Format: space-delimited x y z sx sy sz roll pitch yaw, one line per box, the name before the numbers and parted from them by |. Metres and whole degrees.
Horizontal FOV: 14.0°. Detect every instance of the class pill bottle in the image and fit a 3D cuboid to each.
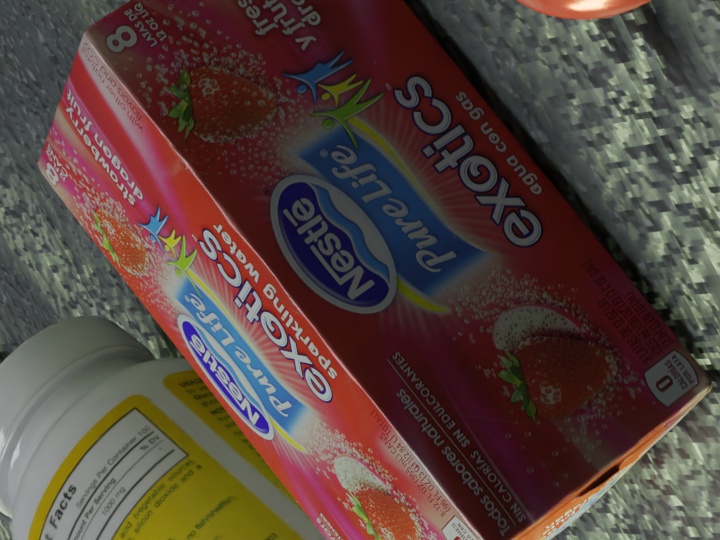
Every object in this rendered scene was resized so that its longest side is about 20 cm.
pill bottle | -0.059 0.106 1.109 0.200 0.112 0.113 39 150 32

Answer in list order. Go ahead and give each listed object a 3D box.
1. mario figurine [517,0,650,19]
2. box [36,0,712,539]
mario figurine | 0.074 -0.131 0.647 0.124 0.106 0.200 67 163 4
box | 0.000 0.000 0.903 0.200 0.095 0.100 52 155 8
